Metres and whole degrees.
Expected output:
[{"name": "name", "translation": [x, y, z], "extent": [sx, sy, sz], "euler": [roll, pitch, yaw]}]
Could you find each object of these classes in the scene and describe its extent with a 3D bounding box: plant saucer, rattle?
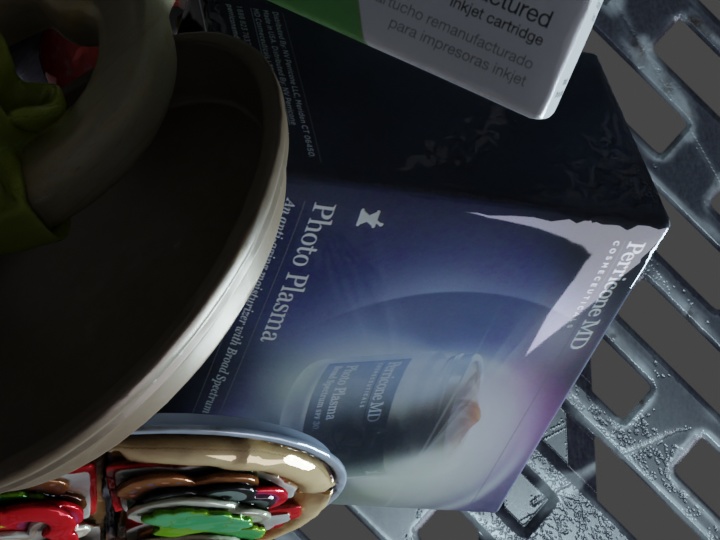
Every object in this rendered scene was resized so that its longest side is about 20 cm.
[{"name": "plant saucer", "translation": [-0.101, -0.001, 0.612], "extent": [0.199, 0.029, 0.201], "euler": [-27, -142, 23]}, {"name": "rattle", "translation": [-0.128, -0.118, 0.610], "extent": [0.129, 0.143, 0.201], "euler": [6, -120, 47]}]

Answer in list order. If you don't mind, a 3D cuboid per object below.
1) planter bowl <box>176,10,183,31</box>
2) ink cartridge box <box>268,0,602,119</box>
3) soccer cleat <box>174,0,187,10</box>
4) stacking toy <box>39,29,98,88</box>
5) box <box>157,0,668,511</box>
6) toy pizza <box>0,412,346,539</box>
[{"name": "planter bowl", "translation": [-0.065, -0.118, 1.047], "extent": [0.082, 0.203, 0.200], "euler": [-10, 179, -2]}, {"name": "ink cartridge box", "translation": [0.043, -0.176, 0.623], "extent": [0.084, 0.143, 0.202], "euler": [-37, 150, -79]}, {"name": "soccer cleat", "translation": [-0.051, -0.099, 0.870], "extent": [0.077, 0.203, 0.069], "euler": [-2, -168, 8]}, {"name": "stacking toy", "translation": [-0.124, -0.097, 0.887], "extent": [0.085, 0.085, 0.200], "euler": [-46, 174, 0]}, {"name": "box", "translation": [0.000, 0.000, 0.773], "extent": [0.124, 0.196, 0.201], "euler": [-107, -149, -42]}, {"name": "toy pizza", "translation": [-0.103, 0.102, 0.698], "extent": [0.197, 0.032, 0.201], "euler": [-6, 158, -2]}]
